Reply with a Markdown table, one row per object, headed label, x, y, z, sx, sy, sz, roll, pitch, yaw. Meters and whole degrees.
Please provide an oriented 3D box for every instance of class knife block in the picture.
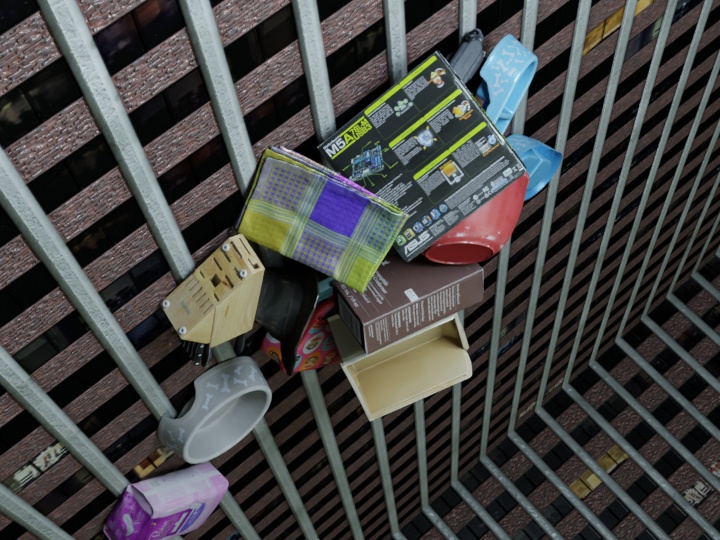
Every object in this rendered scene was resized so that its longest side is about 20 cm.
| label | x | y | z | sx | sy | sz | roll | pitch | yaw |
| --- | --- | --- | --- | --- | --- | --- | --- | --- | --- |
| knife block | -0.178 | 0.049 | 1.460 | 0.200 | 0.064 | 0.175 | -42 | 157 | 15 |

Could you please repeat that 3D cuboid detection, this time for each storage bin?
| label | x | y | z | sx | sy | sz | roll | pitch | yaw |
| --- | --- | --- | --- | --- | --- | --- | --- | --- | --- |
| storage bin | 0.070 | 0.121 | 1.678 | 0.198 | 0.094 | 0.200 | -23 | 145 | 0 |

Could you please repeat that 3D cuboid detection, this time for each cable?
| label | x | y | z | sx | sy | sz | roll | pitch | yaw |
| --- | --- | --- | --- | --- | --- | --- | --- | --- | --- |
| cable | 0.112 | -0.229 | 1.469 | 0.200 | 0.051 | 0.163 | -60 | 173 | -17 |

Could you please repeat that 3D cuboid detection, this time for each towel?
| label | x | y | z | sx | sy | sz | roll | pitch | yaw |
| --- | --- | --- | --- | --- | --- | --- | --- | --- | --- |
| towel | -0.055 | -0.063 | 1.369 | 0.144 | 0.199 | 0.023 | -59 | -172 | 31 |

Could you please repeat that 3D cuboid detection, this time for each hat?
| label | x | y | z | sx | sy | sz | roll | pitch | yaw |
| --- | --- | --- | --- | --- | --- | --- | --- | --- | --- |
| hat | -0.117 | 0.045 | 1.511 | 0.081 | 0.201 | 0.201 | 14 | 132 | -12 |

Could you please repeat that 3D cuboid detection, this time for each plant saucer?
| label | x | y | z | sx | sy | sz | roll | pitch | yaw |
| --- | --- | --- | --- | --- | --- | --- | --- | --- | --- |
| plant saucer | 0.000 | 0.000 | 1.599 | 0.200 | 0.019 | 0.070 | -28 | 171 | -27 |

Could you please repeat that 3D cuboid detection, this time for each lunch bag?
| label | x | y | z | sx | sy | sz | roll | pitch | yaw |
| --- | --- | --- | --- | --- | --- | --- | --- | --- | --- |
| lunch bag | -0.055 | 0.072 | 1.714 | 0.200 | 0.082 | 0.176 | -7 | 134 | -57 |

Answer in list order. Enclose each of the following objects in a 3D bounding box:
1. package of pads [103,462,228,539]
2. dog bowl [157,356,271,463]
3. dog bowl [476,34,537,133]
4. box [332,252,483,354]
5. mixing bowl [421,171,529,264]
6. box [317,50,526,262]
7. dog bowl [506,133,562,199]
| label | x | y | z | sx | sy | sz | roll | pitch | yaw |
| --- | --- | --- | --- | --- | --- | --- | --- | --- | --- |
| package of pads | -0.328 | 0.403 | 1.823 | 0.200 | 0.076 | 0.121 | -4 | 132 | -57 |
| dog bowl | -0.228 | 0.230 | 1.716 | 0.200 | 0.059 | 0.200 | -35 | 155 | -19 |
| dog bowl | 0.181 | -0.225 | 1.482 | 0.200 | 0.049 | 0.111 | -63 | 166 | 14 |
| box | 0.070 | 0.030 | 1.547 | 0.199 | 0.100 | 0.075 | -24 | 139 | -17 |
| mixing bowl | 0.136 | -0.073 | 1.481 | 0.199 | 0.109 | 0.200 | 0 | 164 | 0 |
| box | 0.079 | -0.145 | 1.373 | 0.200 | 0.193 | 0.048 | -38 | -178 | 14 |
| dog bowl | 0.280 | -0.183 | 1.865 | 0.112 | 0.050 | 0.200 | -52 | 156 | 19 |
